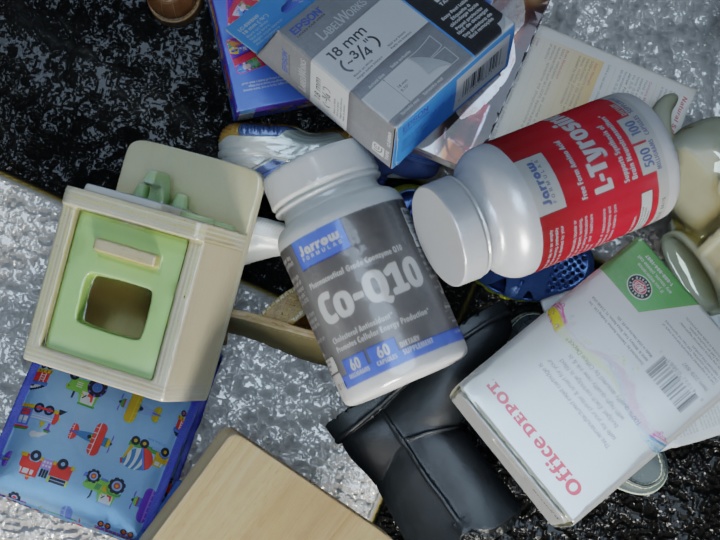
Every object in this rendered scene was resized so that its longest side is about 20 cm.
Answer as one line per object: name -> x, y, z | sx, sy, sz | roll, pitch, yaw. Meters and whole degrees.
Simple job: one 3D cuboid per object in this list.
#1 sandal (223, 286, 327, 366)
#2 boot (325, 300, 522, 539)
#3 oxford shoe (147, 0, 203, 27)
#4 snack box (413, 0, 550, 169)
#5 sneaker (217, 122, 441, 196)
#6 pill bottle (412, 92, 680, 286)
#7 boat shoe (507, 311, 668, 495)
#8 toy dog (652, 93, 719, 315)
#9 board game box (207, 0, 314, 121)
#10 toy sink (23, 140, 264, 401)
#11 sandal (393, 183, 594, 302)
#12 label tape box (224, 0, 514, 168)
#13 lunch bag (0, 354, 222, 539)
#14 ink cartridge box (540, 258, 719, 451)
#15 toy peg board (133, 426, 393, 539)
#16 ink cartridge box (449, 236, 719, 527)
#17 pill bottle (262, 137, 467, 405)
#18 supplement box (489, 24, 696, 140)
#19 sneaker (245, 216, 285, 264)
sandal -> -0.065, 0.035, 1.315 | 0.211, 0.078, 0.070 | 10, 70, -8
boot -> 0.091, 0.146, 1.311 | 0.200, 0.076, 0.168 | -38, 85, 4
oxford shoe -> -0.166, -0.324, 1.333 | 0.071, 0.071, 0.201 | -5, 86, 0
snack box -> 0.103, -0.186, 1.282 | 0.072, 0.024, 0.200 | 24, 85, 2
sneaker -> -0.027, -0.084, 1.331 | 0.199, 0.075, 0.088 | 3, 97, 7
pill bottle -> 0.147, -0.062, 1.207 | 0.200, 0.112, 0.113 | -22, 88, -19
boat shoe -> 0.201, 0.120, 1.323 | 0.073, 0.062, 0.200 | -39, 89, -5
toy dog -> 0.346, -0.076, 1.283 | 0.200, 0.140, 0.194 | -22, 61, -34
board game box -> -0.029, -0.219, 1.330 | 0.199, 0.045, 0.135 | -12, 87, -9
toy sink -> -0.175, -0.006, 1.224 | 0.130, 0.112, 0.201 | 16, 90, 15
sandal -> 0.111, -0.023, 1.317 | 0.199, 0.087, 0.080 | 15, 85, -2
label tape box -> 0.004, -0.200, 1.233 | 0.200, 0.063, 0.144 | 40, 69, 18
lunch bag -> -0.219, 0.122, 1.308 | 0.150, 0.094, 0.201 | 19, 76, 1
ink cartridge box -> 0.271, 0.074, 1.314 | 0.199, 0.047, 0.161 | -17, 80, -8
toy peg board -> -0.114, 0.245, 1.259 | 0.199, 0.098, 0.200 | 39, 86, -31
ink cartridge box -> 0.194, 0.094, 1.235 | 0.200, 0.088, 0.145 | -39, 82, -10
pill bottle -> 0.000, 0.000, 1.236 | 0.114, 0.114, 0.200 | -24, 84, -2
supplement box -> 0.179, -0.136, 1.329 | 0.200, 0.074, 0.126 | 24, 86, 1
sneaker -> -0.152, -0.008, 1.318 | 0.199, 0.075, 0.089 | 0, 85, 9
